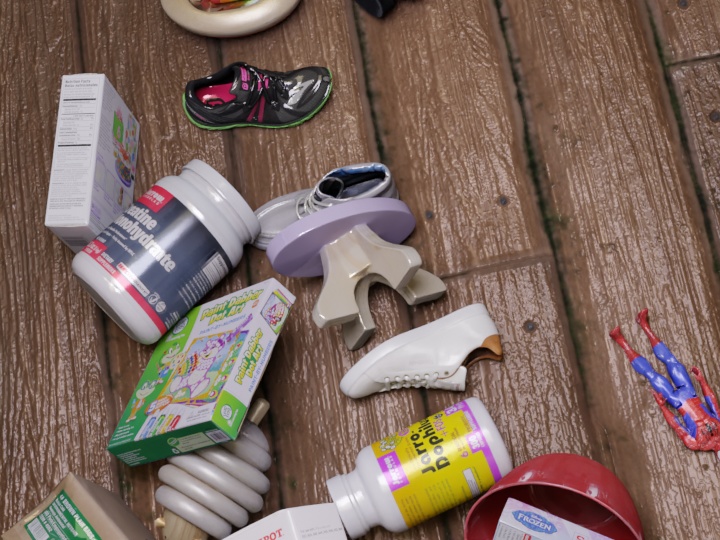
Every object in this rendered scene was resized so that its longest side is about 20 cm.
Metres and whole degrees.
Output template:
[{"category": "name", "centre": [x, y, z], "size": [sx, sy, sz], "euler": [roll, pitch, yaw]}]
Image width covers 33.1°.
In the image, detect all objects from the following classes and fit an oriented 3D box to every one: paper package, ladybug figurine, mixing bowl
[{"category": "paper package", "centre": [-0.267, 0.338, 1.329], "size": [0.103, 0.191, 0.200], "euler": [-42, 71, -9]}, {"category": "ladybug figurine", "centre": [-0.166, -0.369, 1.620], "size": [0.199, 0.072, 0.136], "euler": [-4, 72, 5]}, {"category": "mixing bowl", "centre": [0.222, 0.272, 1.316], "size": [0.199, 0.201, 0.108], "euler": [18, 38, 12]}]

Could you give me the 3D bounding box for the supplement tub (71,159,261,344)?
[{"category": "supplement tub", "centre": [-0.232, -0.023, 1.454], "size": [0.140, 0.140, 0.200], "euler": [41, 75, 17]}]

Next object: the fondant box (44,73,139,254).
[{"category": "fondant box", "centre": [-0.332, -0.124, 1.518], "size": [0.058, 0.144, 0.201], "euler": [0, 71, 8]}]

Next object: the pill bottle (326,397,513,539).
[{"category": "pill bottle", "centre": [0.066, 0.230, 1.374], "size": [0.199, 0.104, 0.105], "euler": [-25, 70, -3]}]

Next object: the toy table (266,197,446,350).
[{"category": "toy table", "centre": [0.000, 0.000, 1.431], "size": [0.199, 0.184, 0.117], "euler": [-18, 64, -25]}]

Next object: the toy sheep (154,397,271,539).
[{"category": "toy sheep", "centre": [-0.163, 0.234, 1.383], "size": [0.137, 0.138, 0.201], "euler": [23, 75, 13]}]

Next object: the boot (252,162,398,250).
[{"category": "boot", "centre": [-0.053, -0.087, 1.499], "size": [0.199, 0.096, 0.074], "euler": [-18, 70, 0]}]

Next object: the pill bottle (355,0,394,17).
[{"category": "pill bottle", "centre": [0.070, -0.430, 1.595], "size": [0.200, 0.112, 0.112], "euler": [-44, 72, -9]}]

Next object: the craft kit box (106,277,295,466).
[{"category": "craft kit box", "centre": [-0.182, 0.117, 1.380], "size": [0.200, 0.049, 0.198], "euler": [-20, 34, 42]}]

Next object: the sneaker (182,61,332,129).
[{"category": "sneaker", "centre": [-0.134, -0.227, 1.563], "size": [0.199, 0.084, 0.077], "euler": [-11, 71, 3]}]

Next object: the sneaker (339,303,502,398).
[{"category": "sneaker", "centre": [0.076, 0.115, 1.428], "size": [0.199, 0.073, 0.085], "euler": [-26, 68, -4]}]

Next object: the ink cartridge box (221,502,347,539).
[{"category": "ink cartridge box", "centre": [-0.069, 0.371, 1.315], "size": [0.145, 0.084, 0.201], "euler": [-32, 68, 35]}]

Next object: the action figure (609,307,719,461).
[{"category": "action figure", "centre": [0.368, 0.140, 1.403], "size": [0.065, 0.052, 0.200], "euler": [-31, 73, -9]}]

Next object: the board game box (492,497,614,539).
[{"category": "board game box", "centre": [0.221, 0.355, 1.275], "size": [0.199, 0.201, 0.041], "euler": [21, 38, 12]}]
